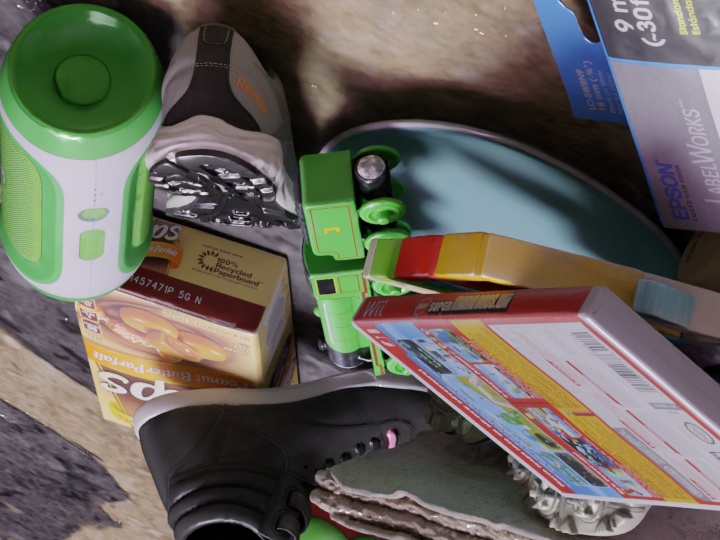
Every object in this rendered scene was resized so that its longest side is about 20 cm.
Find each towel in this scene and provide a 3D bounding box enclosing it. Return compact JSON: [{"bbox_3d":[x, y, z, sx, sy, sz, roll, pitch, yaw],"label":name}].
[{"bbox_3d":[0.085,0.124,1.375,0.199,0.035,0.132,13,-163,33],"label":"towel"}]

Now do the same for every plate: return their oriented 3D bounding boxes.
[{"bbox_3d":[0.073,-0.022,1.280,0.199,0.026,0.200,19,155,9],"label":"plate"}]

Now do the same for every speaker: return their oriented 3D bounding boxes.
[{"bbox_3d":[-0.143,-0.056,1.324,0.088,0.089,0.200,23,156,3],"label":"speaker"}]

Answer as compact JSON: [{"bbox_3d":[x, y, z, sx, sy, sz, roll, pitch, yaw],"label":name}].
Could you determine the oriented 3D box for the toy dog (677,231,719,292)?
[{"bbox_3d":[0.208,0.012,1.138,0.131,0.097,0.200,22,156,4],"label":"toy dog"}]

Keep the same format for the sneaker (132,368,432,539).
[{"bbox_3d":[-0.025,0.116,1.476,0.199,0.100,0.071,-6,151,-9],"label":"sneaker"}]

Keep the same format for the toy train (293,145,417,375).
[{"bbox_3d":[0.000,0.000,1.294,0.056,0.042,0.200,-7,151,1],"label":"toy train"}]

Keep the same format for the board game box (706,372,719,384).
[{"bbox_3d":[0.161,0.082,1.222,0.199,0.039,0.158,15,-169,-24],"label":"board game box"}]

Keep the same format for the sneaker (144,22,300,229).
[{"bbox_3d":[-0.060,-0.065,1.271,0.074,0.080,0.200,4,170,1],"label":"sneaker"}]

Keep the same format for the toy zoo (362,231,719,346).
[{"bbox_3d":[0.091,0.009,1.147,0.131,0.021,0.200,15,175,-16],"label":"toy zoo"}]

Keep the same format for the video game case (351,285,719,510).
[{"bbox_3d":[0.095,0.056,1.118,0.143,0.017,0.200,39,161,-21],"label":"video game case"}]

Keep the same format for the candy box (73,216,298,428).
[{"bbox_3d":[-0.100,0.042,1.527,0.115,0.055,0.200,18,154,10],"label":"candy box"}]

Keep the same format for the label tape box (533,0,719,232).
[{"bbox_3d":[0.143,-0.083,1.018,0.199,0.063,0.144,7,139,32],"label":"label tape box"}]

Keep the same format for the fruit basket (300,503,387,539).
[{"bbox_3d":[0.025,0.197,1.603,0.215,0.156,0.216,25,171,5],"label":"fruit basket"}]

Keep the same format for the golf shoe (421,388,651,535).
[{"bbox_3d":[0.116,0.081,1.350,0.097,0.079,0.200,11,-165,-27],"label":"golf shoe"}]

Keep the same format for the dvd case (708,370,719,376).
[{"bbox_3d":[0.210,0.102,1.413,0.143,0.018,0.200,35,154,-24],"label":"dvd case"}]
